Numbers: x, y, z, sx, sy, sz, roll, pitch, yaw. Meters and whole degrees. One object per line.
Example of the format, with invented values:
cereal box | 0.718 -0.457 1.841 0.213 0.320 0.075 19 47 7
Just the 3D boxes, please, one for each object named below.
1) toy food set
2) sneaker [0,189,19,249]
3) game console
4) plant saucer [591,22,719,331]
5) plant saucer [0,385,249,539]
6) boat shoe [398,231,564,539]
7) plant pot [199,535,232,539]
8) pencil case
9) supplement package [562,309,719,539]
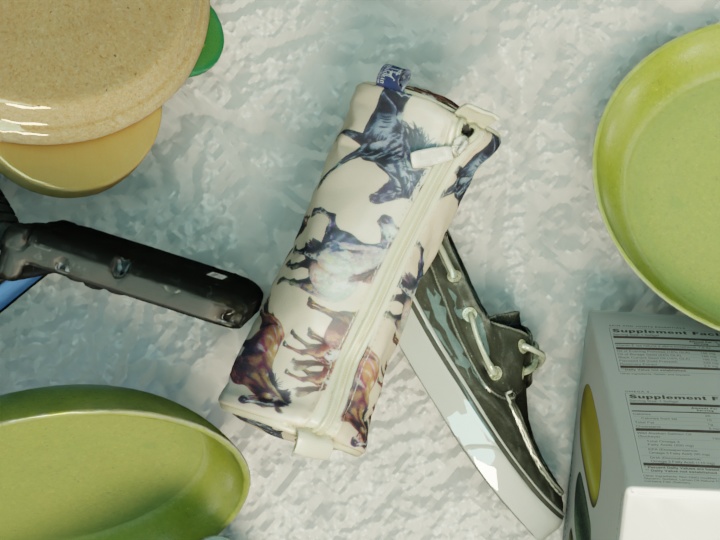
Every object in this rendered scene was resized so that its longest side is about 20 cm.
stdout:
toy food set | -0.169 -0.145 1.269 0.200 0.049 0.198 30 59 1
sneaker | -0.263 -0.063 1.249 0.200 0.074 0.089 41 91 9
game console | -0.150 0.038 1.234 0.176 0.200 0.116 18 92 -1
plant saucer | 0.219 -0.042 1.278 0.200 0.031 0.200 1 60 -2
plant saucer | -0.157 0.110 1.249 0.200 0.200 0.031 -12 59 1
boat shoe | 0.062 0.047 1.297 0.064 0.071 0.200 -31 89 2
plant pot | -0.119 0.263 1.252 0.188 0.200 0.200 -25 91 14
pencil case | 0.000 0.000 1.233 0.078 0.089 0.200 26 81 -15
supplement package | 0.187 0.130 1.213 0.151 0.200 0.152 3 113 -1
